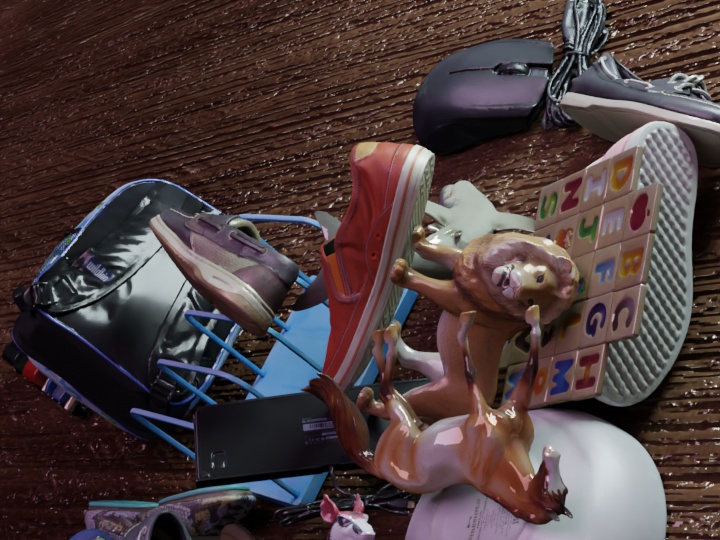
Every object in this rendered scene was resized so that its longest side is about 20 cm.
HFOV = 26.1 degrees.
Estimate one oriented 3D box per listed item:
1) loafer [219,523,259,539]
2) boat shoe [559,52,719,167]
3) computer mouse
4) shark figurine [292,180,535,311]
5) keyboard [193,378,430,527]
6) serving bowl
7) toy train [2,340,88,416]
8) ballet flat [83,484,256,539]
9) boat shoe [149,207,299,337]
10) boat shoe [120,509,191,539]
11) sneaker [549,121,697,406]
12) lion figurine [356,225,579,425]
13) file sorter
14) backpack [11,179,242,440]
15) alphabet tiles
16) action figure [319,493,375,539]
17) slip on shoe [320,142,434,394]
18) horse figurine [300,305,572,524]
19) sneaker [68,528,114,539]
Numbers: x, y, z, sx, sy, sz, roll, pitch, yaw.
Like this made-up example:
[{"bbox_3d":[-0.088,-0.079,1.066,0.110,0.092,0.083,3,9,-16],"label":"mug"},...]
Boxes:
[{"bbox_3d":[-0.065,0.252,1.114,0.067,0.076,0.200,-45,33,-4],"label":"loafer"},{"bbox_3d":[0.221,-0.126,1.139,0.063,0.072,0.200,-57,29,-5],"label":"boat shoe"},{"bbox_3d":[0.113,-0.164,1.322,0.198,0.053,0.140,-18,46,40],"label":"computer mouse"},{"bbox_3d":[0.056,-0.002,1.192,0.127,0.213,0.091,23,118,31],"label":"shark figurine"},{"bbox_3d":[-0.022,0.136,1.126,0.197,0.021,0.128,-7,42,-1],"label":"keyboard"},{"bbox_3d":[0.098,0.171,1.006,0.199,0.066,0.202,-30,39,28],"label":"serving bowl"},{"bbox_3d":[-0.323,0.107,1.589,0.034,0.046,0.199,-56,34,-9],"label":"toy train"},{"bbox_3d":[-0.156,0.218,1.280,0.199,0.072,0.073,-14,48,43],"label":"ballet flat"},{"bbox_3d":[-0.104,-0.010,1.203,0.065,0.072,0.200,-42,30,-9],"label":"boat shoe"},{"bbox_3d":[-0.145,0.273,1.161,0.062,0.072,0.202,-50,41,38],"label":"boat shoe"},{"bbox_3d":[0.175,0.003,1.078,0.104,0.075,0.203,-25,48,61],"label":"sneaker"},{"bbox_3d":[0.074,0.047,1.070,0.073,0.121,0.202,-55,-17,-47],"label":"lion figurine"},{"bbox_3d":[-0.076,0.069,1.262,0.138,0.122,0.202,5,62,52],"label":"file sorter"},{"bbox_3d":[-0.197,0.031,1.391,0.201,0.182,0.147,-58,6,-36],"label":"backpack"},{"bbox_3d":[0.140,0.009,1.042,0.200,0.006,0.169,156,129,-66],"label":"alphabet tiles"},{"bbox_3d":[-0.005,0.244,0.993,0.132,0.149,0.203,2,66,1],"label":"action figure"},{"bbox_3d":[0.000,0.000,1.099,0.074,0.060,0.202,-50,-23,-64],"label":"slip on shoe"},{"bbox_3d":[0.053,0.098,1.002,0.198,0.050,0.135,-10,82,38],"label":"horse figurine"},{"bbox_3d":[-0.198,0.293,1.211,0.088,0.074,0.202,-44,44,49],"label":"sneaker"}]
